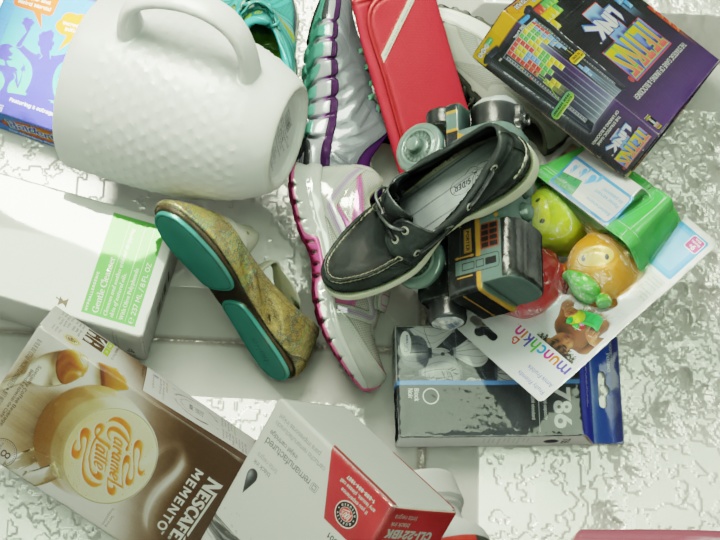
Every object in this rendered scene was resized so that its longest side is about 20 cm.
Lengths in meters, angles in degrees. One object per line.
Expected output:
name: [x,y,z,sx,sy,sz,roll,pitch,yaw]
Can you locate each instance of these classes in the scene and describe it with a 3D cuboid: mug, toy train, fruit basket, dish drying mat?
mug: [-0.138,-0.147,1.432,0.174,0.200,0.148,17,53,12]
toy train: [0.093,-0.050,1.474,0.114,0.085,0.201,-14,61,30]
fruit basket: [0.164,-0.009,1.498,0.200,0.094,0.185,-37,48,-11]
dish drying mat: [0.054,-0.147,1.548,0.076,0.018,0.201,-20,102,-16]

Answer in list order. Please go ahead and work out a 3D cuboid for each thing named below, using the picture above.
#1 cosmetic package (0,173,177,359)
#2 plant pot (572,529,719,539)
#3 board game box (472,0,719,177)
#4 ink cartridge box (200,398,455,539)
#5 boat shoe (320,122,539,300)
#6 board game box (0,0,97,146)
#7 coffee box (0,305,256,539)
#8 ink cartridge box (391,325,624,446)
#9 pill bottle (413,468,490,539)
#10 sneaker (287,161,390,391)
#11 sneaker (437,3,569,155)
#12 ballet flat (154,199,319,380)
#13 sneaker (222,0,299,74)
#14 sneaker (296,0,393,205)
cosmetic package: [-0.260,-0.008,1.498,0.199,0.085,0.108,15,73,0]
plant pot: [0.244,0.284,1.396,0.178,0.200,0.201,10,71,16]
board game box: [0.206,-0.182,1.537,0.165,0.057,0.200,38,35,5]
ink cartridge box: [-0.042,0.222,1.371,0.144,0.084,0.201,40,107,37]
boat shoe: [0.045,-0.050,1.411,0.199,0.066,0.075,-29,58,10]
board game box: [-0.244,-0.206,1.582,0.151,0.045,0.201,18,72,2]
coffee box: [-0.194,0.135,1.421,0.200,0.080,0.115,33,97,-6]
ink cartridge box: [0.127,0.097,1.515,0.199,0.039,0.100,-1,72,-5]
pill bottle: [0.062,0.266,1.405,0.115,0.116,0.201,-16,62,-9]
sneaker: [0.000,0.000,1.495,0.088,0.081,0.201,-13,94,-4]
sneaker: [0.105,-0.171,1.581,0.199,0.074,0.080,28,78,5]
ballet flat: [-0.097,0.003,1.476,0.071,0.071,0.200,-43,119,-15]
sneaker: [-0.087,-0.214,1.571,0.077,0.080,0.201,-11,61,-6]
sneaker: [-0.007,-0.149,1.575,0.087,0.074,0.201,7,83,-12]
